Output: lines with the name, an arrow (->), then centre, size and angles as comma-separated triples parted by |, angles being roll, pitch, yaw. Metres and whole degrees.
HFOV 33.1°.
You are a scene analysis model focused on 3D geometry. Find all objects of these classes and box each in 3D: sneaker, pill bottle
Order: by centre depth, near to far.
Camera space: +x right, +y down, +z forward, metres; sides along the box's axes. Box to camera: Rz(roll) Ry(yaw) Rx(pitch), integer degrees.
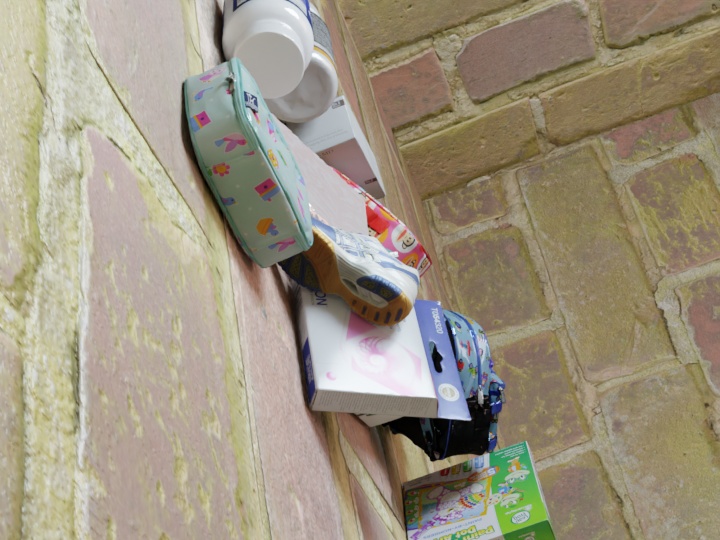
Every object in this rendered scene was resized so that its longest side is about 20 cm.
sneaker -> -0.021, -0.013, 1.429 | 0.199, 0.076, 0.088 | 35, 35, 0
pill bottle -> -0.120, -0.306, 1.568 | 0.201, 0.118, 0.121 | -97, 166, -55
pill bottle -> -0.096, -0.313, 1.767 | 0.201, 0.115, 0.117 | -99, 167, -53

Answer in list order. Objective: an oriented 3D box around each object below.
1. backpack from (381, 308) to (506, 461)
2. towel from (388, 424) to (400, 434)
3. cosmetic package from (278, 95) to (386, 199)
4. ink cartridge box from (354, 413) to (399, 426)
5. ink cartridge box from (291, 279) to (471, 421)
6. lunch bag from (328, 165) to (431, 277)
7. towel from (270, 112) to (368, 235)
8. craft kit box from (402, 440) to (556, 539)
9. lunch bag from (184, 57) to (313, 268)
backpack -> 0.119, 0.146, 1.713 | 0.182, 0.133, 0.203 | 25, -67, 59
towel -> 0.059, 0.142, 1.850 | 0.111, 0.048, 0.203 | -14, 83, -49
cosmetic package -> -0.041, -0.169, 1.837 | 0.200, 0.111, 0.082 | 52, 20, -64
ink cartridge box -> 0.007, 0.108, 1.588 | 0.200, 0.083, 0.148 | 51, 21, -68
ink cartridge box -> 0.026, 0.083, 1.423 | 0.198, 0.197, 0.044 | -103, -156, -45
lunch bag -> 0.006, -0.064, 1.749 | 0.200, 0.082, 0.176 | 40, -7, 24
towel -> -0.067, -0.103, 1.527 | 0.200, 0.032, 0.192 | 41, 19, -21
craft kit box -> 0.160, 0.336, 1.694 | 0.198, 0.198, 0.049 | -97, 165, -64
lunch bag -> -0.117, -0.120, 1.285 | 0.161, 0.076, 0.201 | -99, 167, -53
